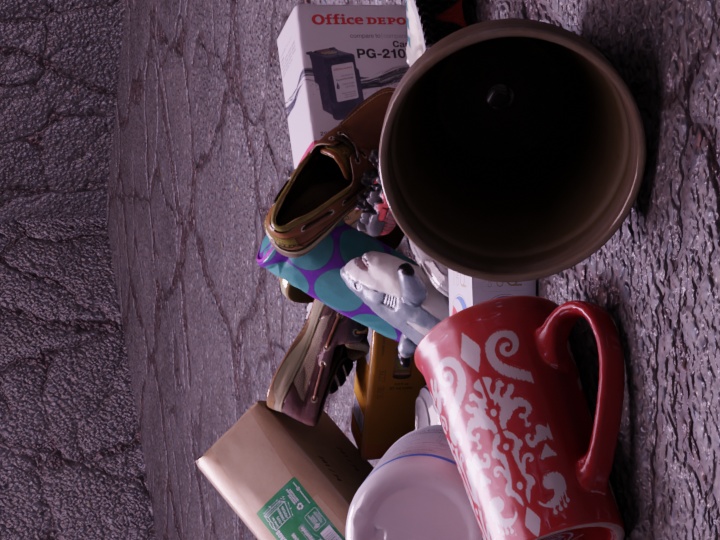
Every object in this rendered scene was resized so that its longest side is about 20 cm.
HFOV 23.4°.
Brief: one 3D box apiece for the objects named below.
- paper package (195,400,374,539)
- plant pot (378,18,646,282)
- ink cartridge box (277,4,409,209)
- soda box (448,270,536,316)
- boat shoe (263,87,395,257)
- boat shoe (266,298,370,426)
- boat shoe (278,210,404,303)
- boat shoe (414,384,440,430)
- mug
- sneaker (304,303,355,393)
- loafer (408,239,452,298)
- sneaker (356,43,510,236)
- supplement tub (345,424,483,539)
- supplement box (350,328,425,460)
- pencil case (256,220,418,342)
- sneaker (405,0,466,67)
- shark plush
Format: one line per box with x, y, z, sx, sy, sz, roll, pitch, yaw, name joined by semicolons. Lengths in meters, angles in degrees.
-0.049;0.241;1.831;0.200;0.103;0.190;48;-169;19;paper package
0.113;-0.114;1.365;0.174;0.198;0.201;-89;3;-69;plant pot
0.002;-0.169;1.786;0.084;0.144;0.201;128;137;-65;ink cartridge box
0.117;0.012;1.555;0.068;0.063;0.202;-169;76;-74;soda box
-0.014;-0.098;1.646;0.200;0.072;0.068;-53;-13;-12;boat shoe
-0.020;0.067;1.783;0.201;0.072;0.072;-60;-15;-13;boat shoe
-0.028;-0.027;1.837;0.063;0.200;0.073;37;132;20;boat shoe
0.067;0.216;1.765;0.072;0.065;0.202;167;100;-74;boat shoe
0.136;0.128;1.393;0.178;0.132;0.201;108;151;-56;mug
-0.033;0.058;1.899;0.200;0.080;0.074;-57;-25;-35;sneaker
0.083;-0.061;1.646;0.070;0.070;0.201;-39;46;32;loafer
0.069;-0.110;1.594;0.201;0.097;0.071;-61;20;17;sneaker
0.063;0.215;1.539;0.200;0.131;0.133;-21;-71;-81;supplement tub
0.033;0.104;1.871;0.069;0.066;0.201;-113;26;-58;supplement box
0.000;0.000;1.722;0.085;0.199;0.093;-52;13;49;pencil case
0.066;-0.243;1.683;0.093;0.070;0.201;146;118;-65;sneaker
0.066;0.061;1.664;0.200;0.083;0.091;53;-157;-14;shark plush
